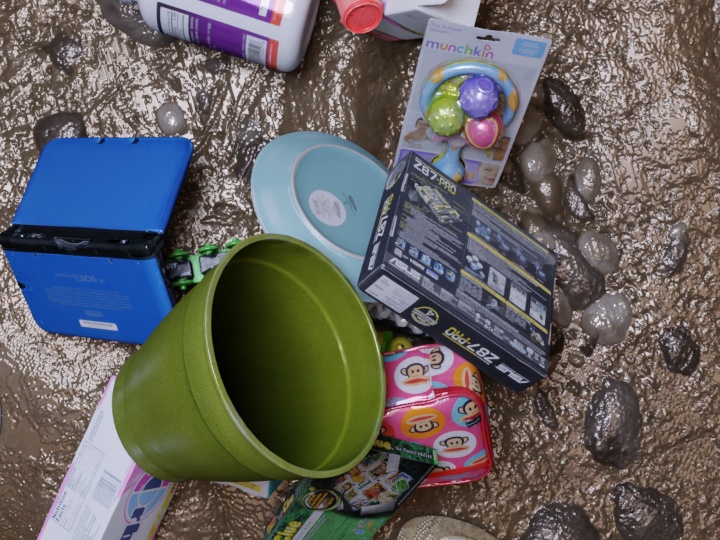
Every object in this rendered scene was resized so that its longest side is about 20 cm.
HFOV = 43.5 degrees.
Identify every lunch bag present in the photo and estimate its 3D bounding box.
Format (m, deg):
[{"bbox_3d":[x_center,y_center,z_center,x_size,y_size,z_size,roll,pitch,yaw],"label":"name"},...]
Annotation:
[{"bbox_3d":[0.032,0.162,0.903,0.196,0.083,0.178,-10,135,7],"label":"lunch bag"}]

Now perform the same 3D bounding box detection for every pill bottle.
[{"bbox_3d":[-0.142,-0.278,0.894,0.196,0.112,0.115,17,92,-1],"label":"pill bottle"}]

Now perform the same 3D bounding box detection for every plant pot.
[{"bbox_3d":[-0.112,0.100,0.785,0.191,0.200,0.203,-27,93,37],"label":"plant pot"}]

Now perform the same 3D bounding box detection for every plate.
[{"bbox_3d":[-0.013,-0.062,0.879,0.200,0.201,0.026,42,134,-3],"label":"plate"}]

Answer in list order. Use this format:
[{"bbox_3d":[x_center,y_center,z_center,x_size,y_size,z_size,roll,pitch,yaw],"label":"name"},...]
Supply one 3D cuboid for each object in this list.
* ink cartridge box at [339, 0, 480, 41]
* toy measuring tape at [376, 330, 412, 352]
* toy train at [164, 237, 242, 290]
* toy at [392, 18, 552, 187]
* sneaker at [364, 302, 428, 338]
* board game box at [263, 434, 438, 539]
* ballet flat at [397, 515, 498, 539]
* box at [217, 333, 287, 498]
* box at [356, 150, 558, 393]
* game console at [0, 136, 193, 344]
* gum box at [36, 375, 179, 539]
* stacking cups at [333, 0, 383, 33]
[{"bbox_3d":[0.063,-0.286,0.849,0.066,0.199,0.119,13,94,-29],"label":"ink cartridge box"},{"bbox_3d":[-0.043,0.091,0.931,0.196,0.074,0.075,-5,93,0],"label":"toy measuring tape"},{"bbox_3d":[-0.134,-0.009,0.934,0.196,0.056,0.043,-11,84,0],"label":"toy train"},{"bbox_3d":[0.100,-0.140,0.866,0.113,0.201,0.048,8,56,-4],"label":"toy"},{"bbox_3d":[0.000,0.000,0.907,0.198,0.075,0.082,25,82,-33],"label":"sneaker"},{"bbox_3d":[-0.014,0.224,0.889,0.103,0.024,0.201,15,133,-20],"label":"board game box"},{"bbox_3d":[0.133,0.314,0.946,0.196,0.065,0.072,19,93,-1],"label":"ballet flat"},{"bbox_3d":[-0.109,0.120,0.913,0.081,0.049,0.204,13,106,16],"label":"box"},{"bbox_3d":[0.101,-0.001,0.870,0.198,0.049,0.163,32,48,-18],"label":"box"},{"bbox_3d":[-0.250,-0.031,0.913,0.196,0.119,0.173,4,124,27],"label":"game console"},{"bbox_3d":[-0.236,0.211,0.907,0.065,0.113,0.203,26,92,20],"label":"gum box"},{"bbox_3d":[-0.016,-0.316,0.876,0.059,0.061,0.203,-16,65,1],"label":"stacking cups"}]
